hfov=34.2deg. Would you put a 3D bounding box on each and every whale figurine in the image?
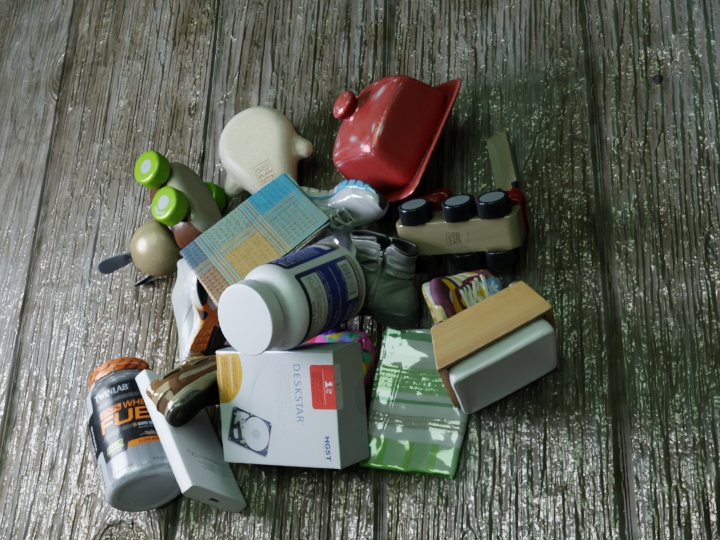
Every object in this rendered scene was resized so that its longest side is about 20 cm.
[{"bbox_3d":[-0.139,-0.155,1.834,0.157,0.104,0.203,-28,80,9],"label":"whale figurine"}]

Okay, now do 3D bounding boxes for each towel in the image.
[{"bbox_3d":[0.079,0.174,1.582,0.147,0.031,0.203,1,66,27],"label":"towel"},{"bbox_3d":[-0.150,-0.044,1.667,0.199,0.022,0.147,-38,48,-5],"label":"towel"}]

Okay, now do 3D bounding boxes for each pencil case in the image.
[{"bbox_3d":[-0.075,0.108,1.661,0.197,0.088,0.090,15,72,29],"label":"pencil case"}]

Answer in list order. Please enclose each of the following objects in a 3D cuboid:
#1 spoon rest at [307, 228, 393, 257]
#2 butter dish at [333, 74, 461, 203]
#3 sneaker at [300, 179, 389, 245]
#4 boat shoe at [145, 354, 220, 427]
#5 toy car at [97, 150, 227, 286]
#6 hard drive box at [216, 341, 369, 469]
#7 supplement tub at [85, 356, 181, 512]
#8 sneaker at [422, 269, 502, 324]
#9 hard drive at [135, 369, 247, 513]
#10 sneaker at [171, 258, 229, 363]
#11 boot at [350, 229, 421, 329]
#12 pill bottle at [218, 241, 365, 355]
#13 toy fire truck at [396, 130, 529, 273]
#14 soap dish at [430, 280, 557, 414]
[{"bbox_3d":[-0.016,-0.029,1.716,0.197,0.061,0.101,1,65,26],"label":"spoon rest"},{"bbox_3d":[0.026,-0.208,1.699,0.199,0.146,0.203,-10,53,64],"label":"butter dish"},{"bbox_3d":[-0.043,-0.074,1.692,0.198,0.075,0.088,-6,47,43],"label":"sneaker"},{"bbox_3d":[-0.227,0.150,1.646,0.073,0.199,0.076,35,114,14],"label":"boat shoe"},{"bbox_3d":[-0.314,-0.055,1.827,0.200,0.164,0.159,-43,53,15],"label":"toy car"},{"bbox_3d":[-0.093,0.180,1.585,0.197,0.076,0.159,-4,92,32],"label":"hard drive box"},{"bbox_3d":[-0.329,0.235,1.695,0.121,0.123,0.202,-30,56,9],"label":"supplement tub"},{"bbox_3d":[0.139,0.032,1.532,0.089,0.200,0.076,-20,93,13],"label":"sneaker"},{"bbox_3d":[-0.238,0.240,1.641,0.026,0.132,0.201,-39,54,10],"label":"hard drive"},{"bbox_3d":[-0.246,0.076,1.748,0.091,0.075,0.204,16,101,49],"label":"sneaker"},{"bbox_3d":[0.000,0.000,1.643,0.197,0.133,0.068,9,30,28],"label":"boot"},{"bbox_3d":[-0.091,0.039,1.556,0.114,0.199,0.118,12,110,34],"label":"pill bottle"},{"bbox_3d":[0.155,-0.100,1.649,0.173,0.131,0.200,-5,23,23],"label":"toy fire truck"},{"bbox_3d":[0.168,0.097,1.461,0.155,0.200,0.082,-28,68,1],"label":"soap dish"}]
